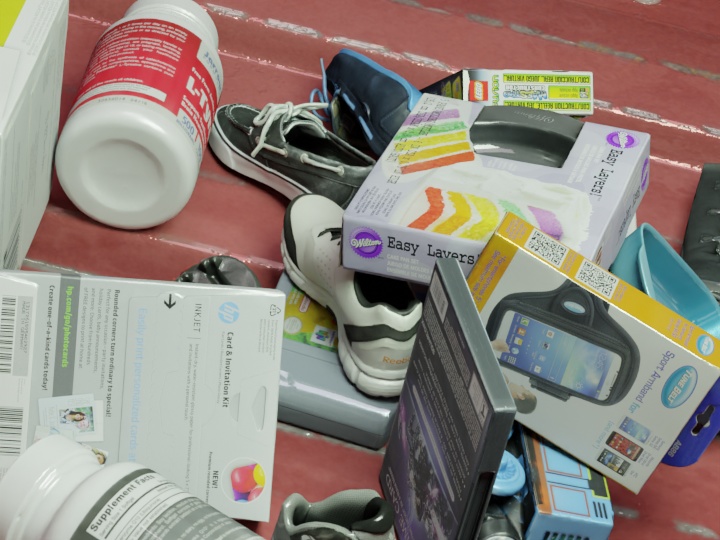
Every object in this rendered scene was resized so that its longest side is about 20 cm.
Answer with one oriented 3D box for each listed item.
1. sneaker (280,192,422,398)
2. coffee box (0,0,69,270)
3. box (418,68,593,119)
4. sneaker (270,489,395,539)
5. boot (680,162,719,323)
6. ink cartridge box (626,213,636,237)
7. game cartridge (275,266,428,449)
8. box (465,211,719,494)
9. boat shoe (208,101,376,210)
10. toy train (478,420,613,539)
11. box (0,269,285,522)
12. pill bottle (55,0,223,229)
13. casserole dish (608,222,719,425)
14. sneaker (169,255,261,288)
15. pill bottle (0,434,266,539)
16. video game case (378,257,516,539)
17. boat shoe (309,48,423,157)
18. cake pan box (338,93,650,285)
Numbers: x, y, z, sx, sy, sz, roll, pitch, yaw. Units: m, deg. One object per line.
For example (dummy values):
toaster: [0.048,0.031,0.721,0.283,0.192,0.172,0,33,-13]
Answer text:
sneaker: [0.000,0.000,1.559,0.073,0.080,0.200,-10,43,-23]
coffee box: [-0.334,-0.095,1.539,0.196,0.201,0.201,12,39,0]
box: [0.106,-0.133,1.737,0.109,0.035,0.200,0,-3,-14]
sneaker: [0.023,0.206,1.340,0.199,0.116,0.075,26,41,17]
boot: [0.340,-0.005,1.729,0.164,0.066,0.200,20,35,6]
ink cartridge box: [0.133,-0.006,1.627,0.143,0.084,0.201,23,36,-12]
game cartridge: [-0.006,0.046,1.591,0.132,0.041,0.201,19,39,1]
box: [0.153,0.062,1.427,0.199,0.120,0.042,32,32,5]
boat shoe: [-0.055,-0.102,1.713,0.073,0.069,0.199,-13,35,-31]
toy train: [0.107,0.131,1.484,0.113,0.087,0.201,12,36,-15]
box: [-0.154,0.083,1.416,0.198,0.158,0.041,4,3,-9]
pill bottle: [-0.171,-0.134,1.700,0.111,0.113,0.201,11,39,-1]
casserole dish: [0.232,0.047,1.565,0.039,0.200,0.122,-22,56,21]
sneaker: [-0.154,0.071,1.495,0.199,0.098,0.071,-31,65,-13]
pill bottle: [-0.131,0.191,1.317,0.199,0.117,0.116,28,41,20]
video game case: [0.054,0.114,1.390,0.019,0.201,0.143,-1,40,-16]
boat shoe: [-0.003,-0.136,1.748,0.084,0.069,0.200,40,-2,-15]
cake pan box: [0.102,-0.052,1.529,0.183,0.053,0.200,14,35,16]
